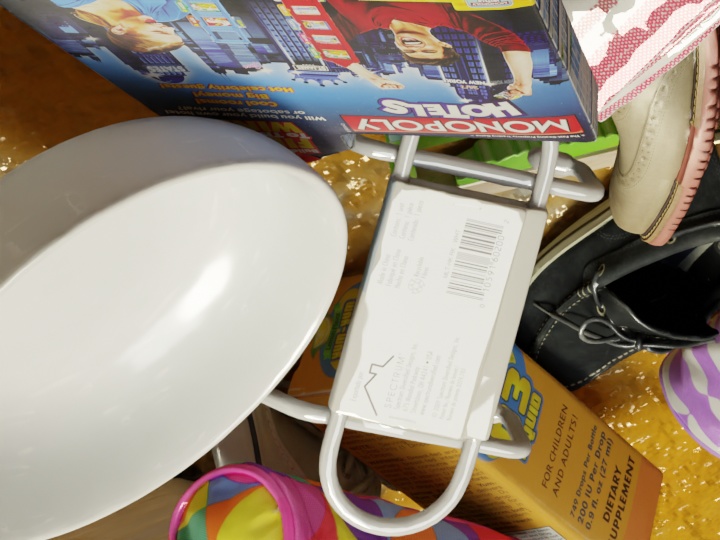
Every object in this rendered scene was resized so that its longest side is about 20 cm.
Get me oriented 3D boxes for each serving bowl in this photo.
[{"bbox_3d":[-0.103,0.013,0.949,0.200,0.066,0.200,-30,152,-18],"label":"serving bowl"}]

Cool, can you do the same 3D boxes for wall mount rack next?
[{"bbox_3d":[0.000,0.000,1.033,0.173,0.075,0.201,12,106,-11],"label":"wall mount rack"}]

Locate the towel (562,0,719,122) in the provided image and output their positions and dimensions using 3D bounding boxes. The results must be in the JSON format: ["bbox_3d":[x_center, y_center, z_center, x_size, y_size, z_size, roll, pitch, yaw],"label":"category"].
[{"bbox_3d":[0.057,-0.155,0.914,0.200,0.030,0.146,38,127,-11],"label":"towel"}]

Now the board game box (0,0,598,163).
[{"bbox_3d":[-0.018,-0.093,0.900,0.199,0.062,0.200,3,163,16],"label":"board game box"}]

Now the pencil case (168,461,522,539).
[{"bbox_3d":[0.001,0.141,1.110,0.088,0.089,0.200,-38,142,23],"label":"pencil case"}]

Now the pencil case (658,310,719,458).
[{"bbox_3d":[0.211,0.001,1.149,0.084,0.086,0.200,-8,141,-41],"label":"pencil case"}]

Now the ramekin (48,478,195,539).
[{"bbox_3d":[-0.084,0.192,1.190,0.105,0.200,0.200,-27,139,-2],"label":"ramekin"}]

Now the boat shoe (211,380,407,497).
[{"bbox_3d":[-0.019,0.096,1.190,0.086,0.075,0.202,-17,142,1],"label":"boat shoe"}]

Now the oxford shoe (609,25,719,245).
[{"bbox_3d":[0.108,-0.097,1.001,0.074,0.071,0.201,4,127,1],"label":"oxford shoe"}]

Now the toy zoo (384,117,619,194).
[{"bbox_3d":[0.066,-0.110,1.031,0.131,0.021,0.200,-13,139,-4],"label":"toy zoo"}]

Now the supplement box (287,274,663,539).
[{"bbox_3d":[0.056,0.078,1.172,0.069,0.067,0.200,-12,142,42],"label":"supplement box"}]

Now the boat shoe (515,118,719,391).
[{"bbox_3d":[0.127,0.008,1.137,0.074,0.062,0.200,11,144,-29],"label":"boat shoe"}]
